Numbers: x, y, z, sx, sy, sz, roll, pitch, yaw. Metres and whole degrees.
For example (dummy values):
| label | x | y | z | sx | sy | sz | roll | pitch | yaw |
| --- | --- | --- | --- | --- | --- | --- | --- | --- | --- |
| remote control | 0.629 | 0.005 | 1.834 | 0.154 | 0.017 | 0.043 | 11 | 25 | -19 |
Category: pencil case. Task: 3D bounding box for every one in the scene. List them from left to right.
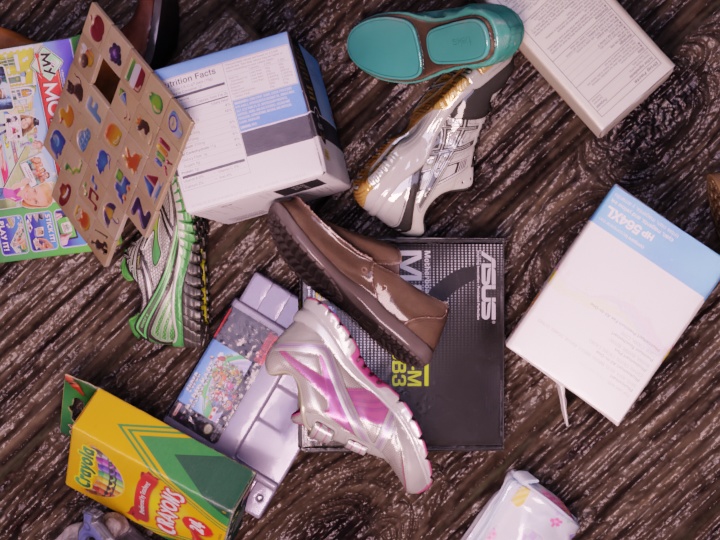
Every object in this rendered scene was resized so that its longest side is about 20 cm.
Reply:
| label | x | y | z | sx | sy | sz | roll | pitch | yaw |
| --- | --- | --- | --- | --- | --- | --- | --- | --- | --- |
| pencil case | 0.114 | 0.280 | 1.718 | 0.091 | 0.083 | 0.200 | 39 | 92 | -18 |

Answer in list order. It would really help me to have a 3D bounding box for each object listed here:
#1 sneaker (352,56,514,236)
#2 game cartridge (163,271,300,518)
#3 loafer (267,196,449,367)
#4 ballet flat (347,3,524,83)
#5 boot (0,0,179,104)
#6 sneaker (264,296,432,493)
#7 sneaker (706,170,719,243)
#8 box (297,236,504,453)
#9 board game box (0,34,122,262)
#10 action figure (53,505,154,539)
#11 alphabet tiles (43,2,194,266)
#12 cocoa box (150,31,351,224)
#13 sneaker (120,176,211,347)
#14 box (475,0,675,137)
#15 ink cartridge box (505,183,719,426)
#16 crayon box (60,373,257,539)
| label | x | y | z | sx | sy | sz | roll | pitch | yaw |
| --- | --- | --- | --- | --- | --- | --- | --- | --- | --- |
| sneaker | 0.084 | -0.120 | 1.744 | 0.088 | 0.076 | 0.200 | 41 | 94 | -13 |
| game cartridge | -0.099 | 0.117 | 1.766 | 0.129 | 0.038 | 0.201 | 30 | 92 | 0 |
| loafer | 0.000 | 0.000 | 1.676 | 0.200 | 0.073 | 0.071 | 43 | 72 | -8 |
| ballet flat | 0.075 | -0.210 | 1.718 | 0.199 | 0.070 | 0.068 | 3 | 104 | 49 |
| boot | -0.281 | -0.212 | 1.780 | 0.199 | 0.068 | 0.189 | 15 | 103 | 10 |
| sneaker | -0.013 | 0.125 | 1.665 | 0.088 | 0.081 | 0.200 | -38 | 86 | -5 |
| sneaker | 0.390 | -0.006 | 1.714 | 0.089 | 0.067 | 0.201 | -18 | 88 | -3 |
| box | 0.038 | 0.069 | 1.730 | 0.192 | 0.048 | 0.201 | 1 | 89 | -6 |
| board game box | -0.309 | -0.113 | 1.756 | 0.134 | 0.029 | 0.201 | -7 | 101 | 17 |
| action figure | -0.209 | 0.303 | 1.755 | 0.193 | 0.105 | 0.201 | 25 | 123 | 15 |
| alphabet tiles | -0.222 | -0.108 | 1.655 | 0.167 | 0.008 | 0.201 | 50 | 132 | 28 |
| cocoa box | -0.095 | -0.126 | 1.685 | 0.133 | 0.200 | 0.132 | -16 | 87 | 6 |
| sneaker | -0.188 | -0.028 | 1.753 | 0.085 | 0.078 | 0.201 | -1 | 90 | 5 |
| box | 0.190 | -0.228 | 1.723 | 0.095 | 0.078 | 0.200 | -40 | 86 | 2 |
| ink cartridge box | 0.222 | 0.042 | 1.691 | 0.125 | 0.129 | 0.200 | 35 | 91 | 5 |
| crayon box | -0.201 | 0.185 | 1.726 | 0.199 | 0.127 | 0.051 | 27 | 58 | 6 |
